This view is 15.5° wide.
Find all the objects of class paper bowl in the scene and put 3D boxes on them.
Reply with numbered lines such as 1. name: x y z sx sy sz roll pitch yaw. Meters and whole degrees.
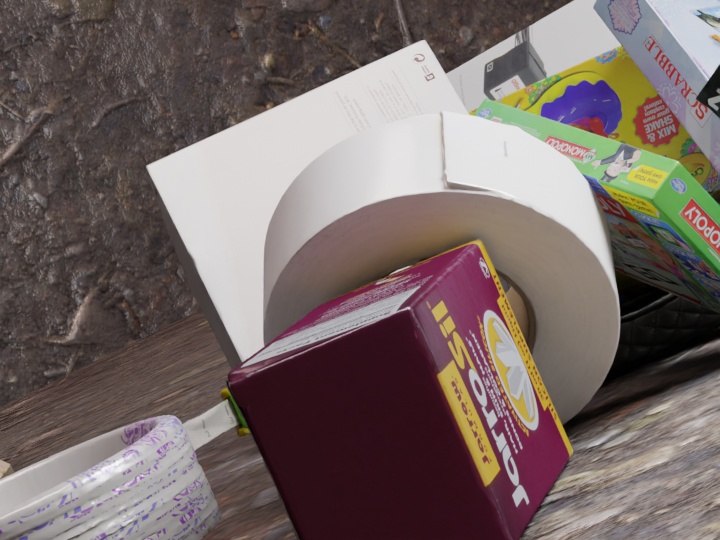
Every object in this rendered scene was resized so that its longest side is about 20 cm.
1. paper bowl: -0.169 0.165 1.430 0.199 0.105 0.201 -23 5 2

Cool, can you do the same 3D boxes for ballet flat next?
1. ballet flat: 0.182 0.021 1.614 0.199 0.057 0.066 -23 7 13

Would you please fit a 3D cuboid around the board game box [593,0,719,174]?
1. board game box: 0.280 -0.121 1.697 0.199 0.200 0.041 -9 -36 -37

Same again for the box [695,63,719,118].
1. box: 0.319 -0.102 1.629 0.200 0.160 0.049 -33 -17 -49

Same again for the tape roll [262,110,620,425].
1. tape roll: 0.044 0.012 1.471 0.201 0.203 0.071 -22 36 17

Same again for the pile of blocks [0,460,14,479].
1. pile of blocks: -0.402 0.226 2.382 0.198 0.083 0.062 -14 -38 3

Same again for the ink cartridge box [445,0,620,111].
1. ink cartridge box: 0.159 -0.118 1.989 0.199 0.084 0.145 -28 -35 33

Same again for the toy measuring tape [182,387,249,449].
1. toy measuring tape: -0.073 0.099 1.990 0.073 0.074 0.200 -19 6 44

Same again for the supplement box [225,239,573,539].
1. supplement box: 0.025 0.074 1.325 0.103 0.132 0.200 -22 5 16

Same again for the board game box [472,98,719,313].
1. board game box: 0.157 -0.033 1.532 0.029 0.134 0.200 -53 31 -7

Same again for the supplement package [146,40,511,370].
1. supplement package: 0.000 0.000 1.675 0.199 0.192 0.147 -24 -34 -6

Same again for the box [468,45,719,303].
1. box: 0.185 -0.064 1.834 0.199 0.123 0.192 -22 -16 24
